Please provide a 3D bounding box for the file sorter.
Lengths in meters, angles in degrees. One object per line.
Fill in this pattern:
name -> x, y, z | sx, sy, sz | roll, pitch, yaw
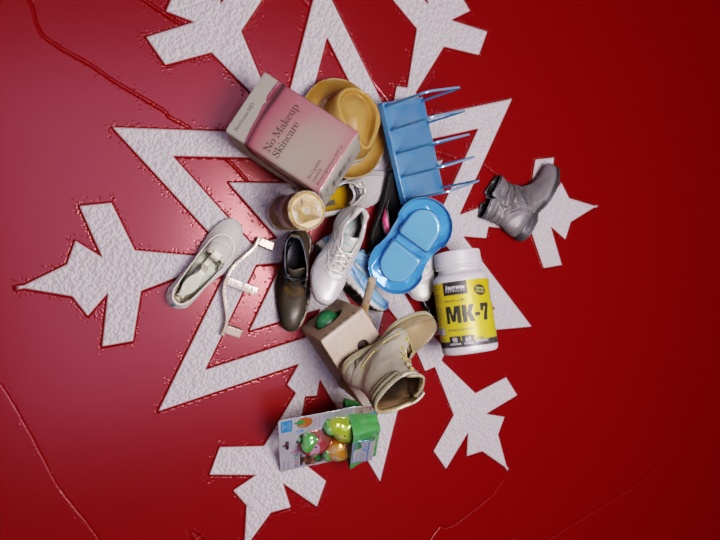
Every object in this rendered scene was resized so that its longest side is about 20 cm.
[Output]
file sorter -> 0.143, -0.252, 1.160 | 0.138, 0.122, 0.203 | -23, 102, -44

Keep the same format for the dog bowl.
dog bowl -> 0.098, -0.049, 1.142 | 0.111, 0.050, 0.201 | 35, 99, 0

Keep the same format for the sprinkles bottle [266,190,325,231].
sprinkles bottle -> -0.121, -0.106, 1.055 | 0.067, 0.200, 0.069 | -1, 94, -20

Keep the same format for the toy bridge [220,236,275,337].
toy bridge -> -0.230, 0.029, 1.117 | 0.066, 0.027, 0.203 | 22, 86, -17

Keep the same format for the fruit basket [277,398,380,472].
fruit basket -> -0.060, 0.334, 1.139 | 0.197, 0.094, 0.187 | -11, 135, -18

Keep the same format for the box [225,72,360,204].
box -> -0.114, -0.228, 1.027 | 0.199, 0.109, 0.129 | 33, 86, 5

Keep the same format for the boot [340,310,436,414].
boot -> 0.076, 0.155, 0.992 | 0.199, 0.154, 0.073 | -32, 113, -14

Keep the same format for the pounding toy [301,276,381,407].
pounding toy -> -0.010, 0.127, 1.121 | 0.141, 0.184, 0.201 | -36, 104, -14

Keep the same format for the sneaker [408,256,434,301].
sneaker -> 0.121, -0.037, 1.203 | 0.074, 0.081, 0.203 | -4, 91, -6

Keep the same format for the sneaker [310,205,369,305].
sneaker -> -0.040, -0.033, 1.089 | 0.070, 0.080, 0.203 | 22, 81, -15

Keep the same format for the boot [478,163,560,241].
boot -> 0.355, -0.179, 1.298 | 0.131, 0.070, 0.202 | 31, 79, -14

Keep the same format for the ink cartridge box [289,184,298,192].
ink cartridge box -> -0.139, -0.250, 1.128 | 0.094, 0.037, 0.201 | -41, 104, -13

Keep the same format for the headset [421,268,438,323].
headset -> 0.213, 0.083, 1.273 | 0.123, 0.094, 0.201 | -38, 90, -9

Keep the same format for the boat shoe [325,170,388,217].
boat shoe -> -0.017, -0.152, 1.158 | 0.198, 0.070, 0.072 | -18, 101, -20

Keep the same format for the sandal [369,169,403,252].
sandal -> 0.066, -0.104, 1.187 | 0.074, 0.045, 0.203 | 0, 105, -43

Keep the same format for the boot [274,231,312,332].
boot -> -0.133, 0.020, 1.107 | 0.073, 0.097, 0.203 | 4, 91, 2

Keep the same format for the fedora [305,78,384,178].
fedora -> -0.018, -0.284, 1.123 | 0.198, 0.082, 0.204 | 5, 80, -29

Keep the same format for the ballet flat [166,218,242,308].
ballet flat -> -0.282, -0.010, 1.076 | 0.069, 0.069, 0.201 | 41, 80, -18

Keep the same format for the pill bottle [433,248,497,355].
pill bottle -> 0.207, 0.063, 1.169 | 0.113, 0.114, 0.203 | -6, 84, -19

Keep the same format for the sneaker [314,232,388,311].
sneaker -> 0.000, 0.000, 1.174 | 0.090, 0.078, 0.201 | -43, 107, -15
